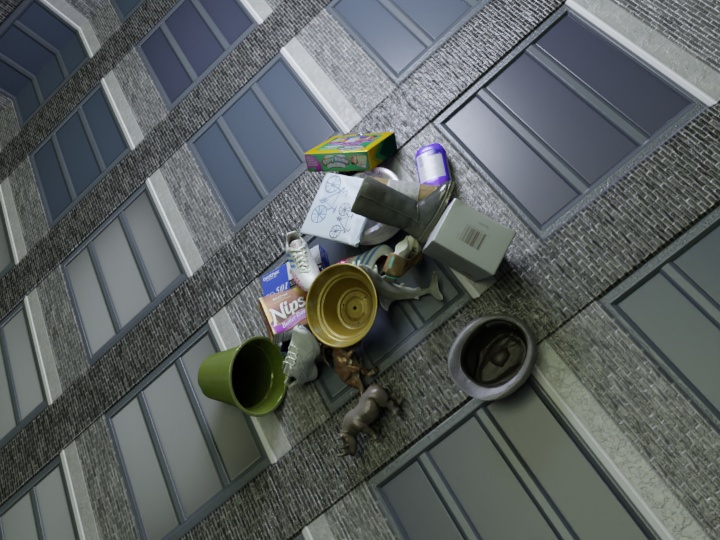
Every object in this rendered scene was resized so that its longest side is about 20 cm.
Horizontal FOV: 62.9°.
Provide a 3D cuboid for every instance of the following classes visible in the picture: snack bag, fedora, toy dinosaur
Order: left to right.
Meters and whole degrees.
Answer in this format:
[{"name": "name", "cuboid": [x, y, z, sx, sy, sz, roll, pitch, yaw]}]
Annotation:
[{"name": "snack bag", "cuboid": [-0.046, -0.162, 1.520, 0.199, 0.021, 0.190, 15, 76, 35]}, {"name": "toy dinosaur", "cuboid": [-0.042, 0.230, 1.464, 0.135, 0.086, 0.201, -31, 73, 24]}, {"name": "fedora", "cuboid": [0.293, 0.194, 1.286, 0.176, 0.090, 0.201, 31, 81, 32]}]

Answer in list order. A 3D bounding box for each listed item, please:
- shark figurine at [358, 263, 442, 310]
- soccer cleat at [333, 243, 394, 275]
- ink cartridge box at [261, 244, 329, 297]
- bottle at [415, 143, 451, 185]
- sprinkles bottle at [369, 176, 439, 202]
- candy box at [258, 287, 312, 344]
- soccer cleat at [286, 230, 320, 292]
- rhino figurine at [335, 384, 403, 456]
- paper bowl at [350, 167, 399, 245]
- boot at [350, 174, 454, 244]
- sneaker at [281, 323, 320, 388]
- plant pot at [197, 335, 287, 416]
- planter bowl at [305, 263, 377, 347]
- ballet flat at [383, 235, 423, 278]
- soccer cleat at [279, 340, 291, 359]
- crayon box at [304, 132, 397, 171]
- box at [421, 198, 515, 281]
[{"name": "shark figurine", "cuboid": [0.092, 0.060, 1.449, 0.212, 0.129, 0.090, 11, 52, 4]}, {"name": "soccer cleat", "cuboid": [0.000, 0.000, 1.507, 0.199, 0.070, 0.087, -30, 41, -1]}, {"name": "ink cartridge box", "cuboid": [-0.179, 0.018, 1.628, 0.199, 0.044, 0.095, -28, 49, 17]}, {"name": "bottle", "cuboid": [0.194, -0.227, 1.515, 0.083, 0.065, 0.202, -18, 64, 22]}, {"name": "sprinkles bottle", "cuboid": [0.114, -0.183, 1.425, 0.198, 0.068, 0.069, 8, 73, 3]}, {"name": "candy box", "cuboid": [-0.151, 0.104, 1.517, 0.198, 0.057, 0.117, -14, 58, -23]}, {"name": "soccer cleat", "cuboid": [-0.155, -0.025, 1.526, 0.069, 0.087, 0.200, -20, 43, -12]}, {"name": "rhino figurine", "cuboid": [0.007, 0.355, 1.379, 0.087, 0.060, 0.200, 39, 90, -3]}, {"name": "paper bowl", "cuboid": [0.036, -0.161, 1.548, 0.199, 0.104, 0.203, -12, 63, 25]}, {"name": "boot", "cuboid": [0.097, -0.170, 1.366, 0.199, 0.073, 0.183, 31, 109, 1]}, {"name": "sneaker", "cuboid": [-0.151, 0.218, 1.456, 0.087, 0.201, 0.074, -28, 46, -33]}, {"name": "plant pot", "cuboid": [-0.324, 0.279, 1.550, 0.189, 0.199, 0.202, -10, 66, 39]}, {"name": "planter bowl", "cuboid": [-0.030, 0.088, 1.433, 0.199, 0.083, 0.203, -5, 78, 27]}, {"name": "ballet flat", "cuboid": [0.109, -0.042, 1.414, 0.067, 0.200, 0.073, 16, 113, 22]}, {"name": "soccer cleat", "cuboid": [-0.163, 0.142, 1.554, 0.064, 0.084, 0.202, 0, 66, 30]}, {"name": "crayon box", "cuboid": [-0.024, -0.324, 1.616, 0.198, 0.059, 0.173, 4, 30, 30]}, {"name": "box", "cuboid": [0.236, -0.063, 1.322, 0.151, 0.200, 0.107, 29, 86, 1]}]
